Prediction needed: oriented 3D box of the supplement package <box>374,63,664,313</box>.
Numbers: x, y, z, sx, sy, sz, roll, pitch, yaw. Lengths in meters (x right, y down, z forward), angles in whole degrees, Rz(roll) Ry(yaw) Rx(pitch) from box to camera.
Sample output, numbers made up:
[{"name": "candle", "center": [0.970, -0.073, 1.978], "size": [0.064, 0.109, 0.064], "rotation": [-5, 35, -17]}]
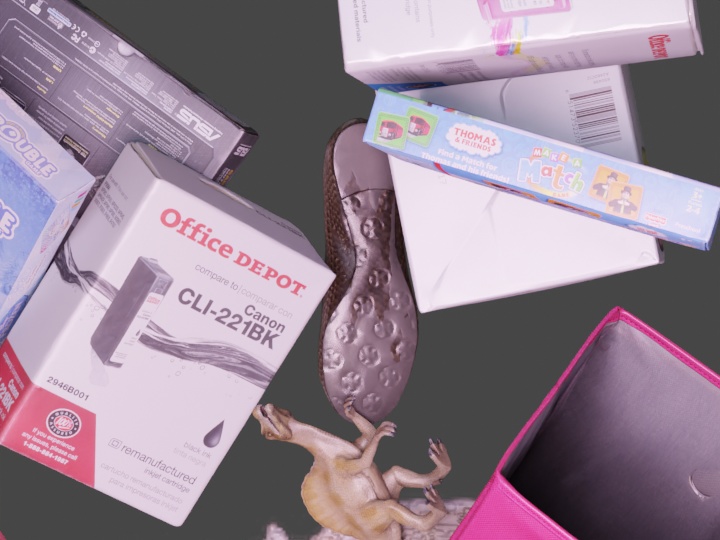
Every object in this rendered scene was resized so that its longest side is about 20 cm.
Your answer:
[{"name": "supplement package", "center": [0.099, -0.086, 1.529], "size": [0.155, 0.111, 0.201], "rotation": [-11, 89, 8]}]

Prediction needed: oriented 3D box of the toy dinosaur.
[{"name": "toy dinosaur", "center": [0.011, 0.152, 1.578], "size": [0.101, 0.058, 0.200], "rotation": [-27, 101, 29]}]

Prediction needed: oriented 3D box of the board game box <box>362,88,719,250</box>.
[{"name": "board game box", "center": [0.110, -0.056, 1.395], "size": [0.200, 0.151, 0.037], "rotation": [18, 91, 8]}]

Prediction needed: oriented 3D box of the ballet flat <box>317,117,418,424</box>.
[{"name": "ballet flat", "center": [0.000, 0.000, 1.583], "size": [0.067, 0.046, 0.201], "rotation": [-4, 95, -13]}]

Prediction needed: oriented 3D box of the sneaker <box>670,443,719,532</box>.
[{"name": "sneaker", "center": [0.251, 0.079, 1.517], "size": [0.114, 0.076, 0.200], "rotation": [17, 104, 5]}]

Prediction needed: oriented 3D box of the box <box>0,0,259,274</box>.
[{"name": "box", "center": [-0.193, -0.085, 1.606], "size": [0.200, 0.048, 0.159], "rotation": [36, 97, 7]}]

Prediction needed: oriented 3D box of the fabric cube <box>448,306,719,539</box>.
[{"name": "fabric cube", "center": [0.152, 0.186, 1.440], "size": [0.196, 0.200, 0.200], "rotation": [36, 130, 6]}]

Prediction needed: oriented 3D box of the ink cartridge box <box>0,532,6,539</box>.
[{"name": "ink cartridge box", "center": [-0.244, 0.258, 1.565], "size": [0.083, 0.147, 0.200], "rotation": [-36, 86, 7]}]

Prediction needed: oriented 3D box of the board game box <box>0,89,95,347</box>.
[{"name": "board game box", "center": [-0.287, -0.053, 1.565], "size": [0.200, 0.043, 0.199], "rotation": [43, 131, 11]}]

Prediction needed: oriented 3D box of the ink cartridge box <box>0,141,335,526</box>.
[{"name": "ink cartridge box", "center": [-0.132, 0.040, 1.546], "size": [0.144, 0.084, 0.200], "rotation": [28, 97, -27]}]

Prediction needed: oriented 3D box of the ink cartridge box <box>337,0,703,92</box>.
[{"name": "ink cartridge box", "center": [0.095, -0.160, 1.400], "size": [0.199, 0.145, 0.085], "rotation": [-5, 88, 9]}]
